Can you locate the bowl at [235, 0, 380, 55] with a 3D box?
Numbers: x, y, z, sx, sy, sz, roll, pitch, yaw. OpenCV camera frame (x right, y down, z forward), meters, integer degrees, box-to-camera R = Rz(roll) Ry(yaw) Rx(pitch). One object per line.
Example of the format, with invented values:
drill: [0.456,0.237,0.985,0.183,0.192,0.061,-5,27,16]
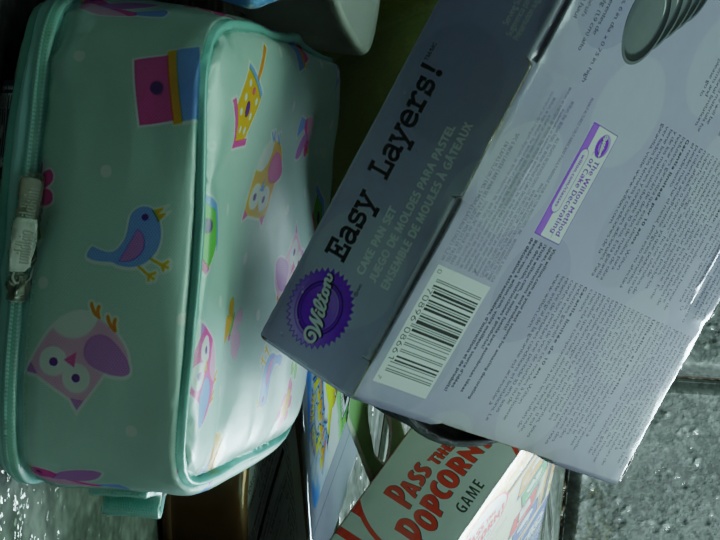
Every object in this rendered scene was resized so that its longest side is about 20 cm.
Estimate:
bowl: [-0.031,-0.198,0.881,0.200,0.075,0.200,65,29,-70]

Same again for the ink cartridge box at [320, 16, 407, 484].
ink cartridge box: [0.000,0.000,1.019,0.146,0.048,0.200,72,27,-62]

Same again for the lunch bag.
lunch bag: [-0.063,-0.004,0.749,0.200,0.077,0.161,-4,103,-79]

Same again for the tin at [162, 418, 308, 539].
tin: [-0.051,0.119,0.989,0.112,0.042,0.200,-81,170,-52]

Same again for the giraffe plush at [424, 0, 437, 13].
giraffe plush: [0.119,-0.185,1.020,0.200,0.173,0.162,-49,158,24]

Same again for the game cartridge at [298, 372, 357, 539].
game cartridge: [-0.030,0.048,1.094,0.133,0.040,0.200,-63,154,-59]

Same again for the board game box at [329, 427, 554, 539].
board game box: [0.030,0.129,1.002,0.152,0.046,0.200,-52,165,-23]

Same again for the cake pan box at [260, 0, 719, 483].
cake pan box: [0.074,-0.028,0.773,0.184,0.052,0.200,21,98,-52]

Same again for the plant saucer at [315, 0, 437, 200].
plant saucer: [0.031,-0.053,0.915,0.031,0.200,0.200,57,35,-49]

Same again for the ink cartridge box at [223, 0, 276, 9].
ink cartridge box: [-0.015,-0.200,0.695,0.144,0.085,0.200,-25,120,-31]
